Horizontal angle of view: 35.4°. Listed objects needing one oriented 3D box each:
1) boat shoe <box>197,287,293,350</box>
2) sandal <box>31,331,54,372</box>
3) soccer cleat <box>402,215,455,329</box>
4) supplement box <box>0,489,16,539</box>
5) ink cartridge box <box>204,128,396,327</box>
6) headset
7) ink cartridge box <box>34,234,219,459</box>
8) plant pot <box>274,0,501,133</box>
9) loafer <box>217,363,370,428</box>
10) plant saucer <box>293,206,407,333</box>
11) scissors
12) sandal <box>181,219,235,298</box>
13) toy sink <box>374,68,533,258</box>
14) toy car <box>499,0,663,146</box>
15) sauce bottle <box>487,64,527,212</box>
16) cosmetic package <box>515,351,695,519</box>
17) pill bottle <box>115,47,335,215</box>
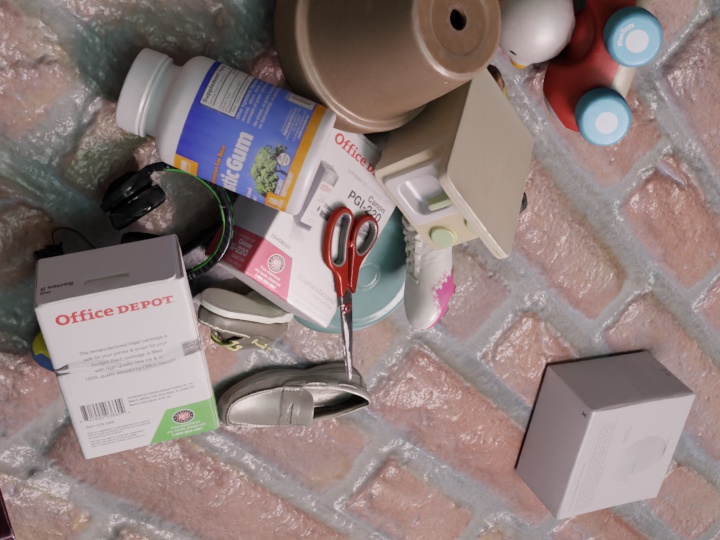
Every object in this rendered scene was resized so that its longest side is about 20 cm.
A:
[{"bbox_3d":[-0.132,0.060,1.259,0.061,0.072,0.202,-61,165,5],"label":"boat shoe"},{"bbox_3d":[-0.275,0.114,1.259,0.199,0.080,0.087,19,125,-33],"label":"sandal"},{"bbox_3d":[0.075,-0.034,1.338,0.086,0.069,0.202,29,67,-39],"label":"soccer cleat"},{"bbox_3d":[-0.480,0.306,1.221,0.198,0.131,0.104,-13,127,-23],"label":"supplement box"},{"bbox_3d":[-0.054,-0.061,1.238,0.145,0.084,0.201,36,79,-42],"label":"ink cartridge box"},{"bbox_3d":[-0.229,-0.040,1.152,0.198,0.094,0.125,-13,98,5],"label":"headset"},{"bbox_3d":[-0.231,0.076,1.133,0.144,0.084,0.202,-11,126,-7],"label":"ink cartridge box"},{"bbox_3d":[0.041,-0.240,1.110,0.199,0.174,0.203,-2,94,-36],"label":"plant pot"},{"bbox_3d":[-0.080,0.162,1.409,0.198,0.070,0.071,-11,125,-25],"label":"loafer"},{"bbox_3d":[0.000,0.000,1.376,0.198,0.036,0.202,-15,126,-22],"label":"plant saucer"},{"bbox_3d":[-0.021,0.029,1.235,0.073,0.014,0.202,-3,109,-44],"label":"scissors"},{"bbox_3d":[-0.164,-0.020,1.258,0.199,0.043,0.077,-26,122,-19],"label":"sandal"},{"bbox_3d":[0.099,-0.108,1.227,0.111,0.201,0.130,-19,127,34],"label":"toy sink"},{"bbox_3d":[0.213,-0.259,1.281,0.198,0.185,0.178,14,116,-5],"label":"toy car"},{"bbox_3d":[0.163,-0.151,1.357,0.066,0.066,0.201,-33,130,-8],"label":"sauce bottle"},{"bbox_3d":[0.364,0.245,1.698,0.198,0.123,0.201,-5,122,-30],"label":"cosmetic package"},{"bbox_3d":[-0.133,-0.141,1.107,0.198,0.112,0.113,22,111,-3],"label":"pill bottle"}]
